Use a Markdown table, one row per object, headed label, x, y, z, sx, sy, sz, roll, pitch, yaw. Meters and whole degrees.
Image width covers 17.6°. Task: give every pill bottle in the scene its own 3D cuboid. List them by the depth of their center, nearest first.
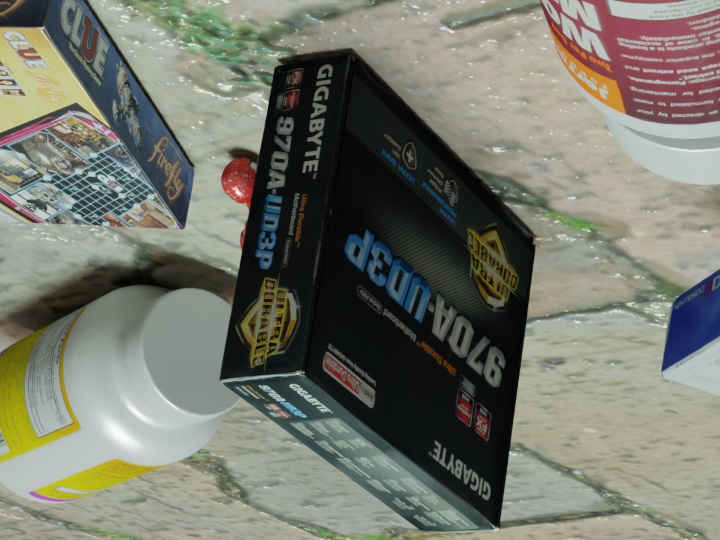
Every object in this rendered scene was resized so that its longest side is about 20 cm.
| label | x | y | z | sx | sy | sz | roll | pitch | yaw |
| --- | --- | --- | --- | --- | --- | --- | --- | --- | --- |
| pill bottle | 0.113 | -0.115 | 0.817 | 0.109 | 0.110 | 0.200 | 3 | 156 | 17 |
| pill bottle | -0.142 | 0.070 | 1.355 | 0.104 | 0.105 | 0.200 | 23 | 154 | -27 |

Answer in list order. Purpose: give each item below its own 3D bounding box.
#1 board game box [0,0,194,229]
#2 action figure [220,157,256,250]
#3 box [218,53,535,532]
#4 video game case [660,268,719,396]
| label | x | y | z | sx | sy | sz | roll | pitch | yaw |
| --- | --- | --- | --- | --- | --- | --- | --- | --- | --- |
| board game box | -0.173 | -0.080 | 1.111 | 0.134 | 0.035 | 0.200 | 3 | 156 | 16 |
| action figure | 0.000 | 0.000 | 1.207 | 0.065 | 0.052 | 0.200 | -19 | 139 | 40 |
| box | 0.014 | 0.016 | 1.096 | 0.046 | 0.160 | 0.200 | -5 | 152 | 30 |
| video game case | 0.261 | 0.027 | 1.036 | 0.180 | 0.046 | 0.200 | 20 | 155 | -15 |
